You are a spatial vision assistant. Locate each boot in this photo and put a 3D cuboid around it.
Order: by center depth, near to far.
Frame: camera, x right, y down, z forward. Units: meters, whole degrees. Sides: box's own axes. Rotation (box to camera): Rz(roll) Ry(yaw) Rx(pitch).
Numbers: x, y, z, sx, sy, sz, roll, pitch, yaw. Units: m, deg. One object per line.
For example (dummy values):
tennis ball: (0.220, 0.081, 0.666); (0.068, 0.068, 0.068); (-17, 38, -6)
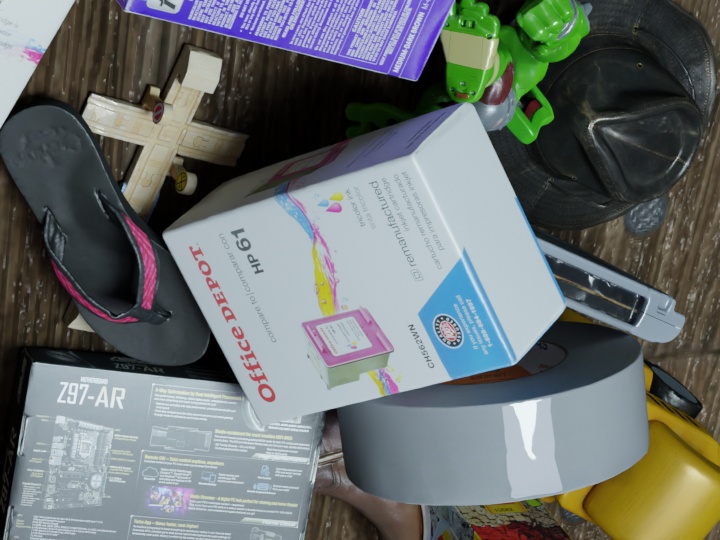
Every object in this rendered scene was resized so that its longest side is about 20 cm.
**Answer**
boot: (-0.059, 0.161, 1.604); (0.200, 0.064, 0.187); (-22, 114, -19)

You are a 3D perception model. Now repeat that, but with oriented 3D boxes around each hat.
hat: (0.167, -0.094, 1.552); (0.200, 0.081, 0.201); (-13, 126, -19)

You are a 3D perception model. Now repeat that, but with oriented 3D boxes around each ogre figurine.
ogre figurine: (0.069, -0.116, 1.455); (0.120, 0.098, 0.200); (-24, 149, -59)

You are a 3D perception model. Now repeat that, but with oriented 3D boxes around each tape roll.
tape roll: (0.085, 0.089, 1.506); (0.200, 0.200, 0.066); (-11, 103, -22)

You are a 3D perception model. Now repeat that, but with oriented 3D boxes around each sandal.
sandal: (-0.159, -0.012, 1.425); (0.075, 0.045, 0.200); (-25, 119, 11)

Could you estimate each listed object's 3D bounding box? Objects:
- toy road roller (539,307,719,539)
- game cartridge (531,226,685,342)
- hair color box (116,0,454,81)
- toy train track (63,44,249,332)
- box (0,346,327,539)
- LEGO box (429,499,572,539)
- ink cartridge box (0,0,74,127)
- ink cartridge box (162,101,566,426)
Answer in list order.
toy road roller: (0.177, 0.127, 1.656); (0.200, 0.146, 0.123); (29, 103, -38)
game cartridge: (0.105, -0.012, 1.536); (0.200, 0.133, 0.042); (22, 92, -35)
hair color box: (-0.057, -0.177, 1.360); (0.200, 0.109, 0.065); (12, 115, -33)
toy train track: (-0.133, -0.044, 1.454); (0.115, 0.033, 0.200); (13, 114, -34)
box: (-0.131, 0.140, 1.514); (0.200, 0.044, 0.160); (6, 100, -18)
LEGO box: (0.089, 0.266, 1.696); (0.077, 0.149, 0.200); (-1, 119, -27)
ink cartridge box: (-0.234, -0.154, 1.307); (0.116, 0.067, 0.200); (22, 107, -37)
ink cartridge box: (0.000, 0.000, 1.418); (0.085, 0.200, 0.145); (-44, 112, -50)
